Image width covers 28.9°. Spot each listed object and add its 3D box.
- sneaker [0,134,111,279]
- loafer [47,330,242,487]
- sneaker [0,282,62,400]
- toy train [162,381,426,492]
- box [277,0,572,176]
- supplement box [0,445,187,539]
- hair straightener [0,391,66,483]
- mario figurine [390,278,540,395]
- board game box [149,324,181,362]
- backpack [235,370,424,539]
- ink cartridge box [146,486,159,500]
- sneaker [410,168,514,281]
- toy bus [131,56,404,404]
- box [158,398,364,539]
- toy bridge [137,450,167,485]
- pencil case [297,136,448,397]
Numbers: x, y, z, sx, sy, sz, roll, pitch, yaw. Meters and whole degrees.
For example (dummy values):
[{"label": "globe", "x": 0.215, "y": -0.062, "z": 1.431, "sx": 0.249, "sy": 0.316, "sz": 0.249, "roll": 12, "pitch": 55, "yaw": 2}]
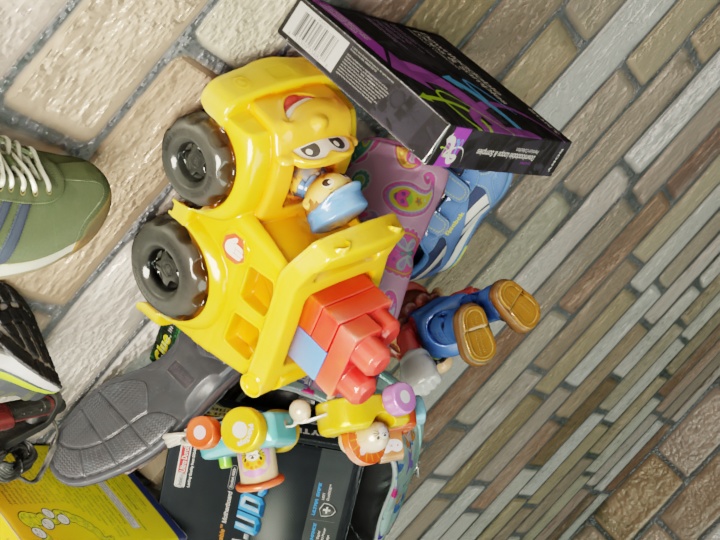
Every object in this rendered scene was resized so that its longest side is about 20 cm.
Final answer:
[{"label": "sneaker", "x": -0.207, "y": -0.044, "z": 0.741, "sx": 0.200, "sy": 0.067, "sz": 0.090, "roll": -18, "pitch": 150, "yaw": -43}, {"label": "loafer", "x": -0.141, "y": 0.097, "z": 1.047, "sx": 0.200, "sy": 0.072, "sz": 0.063, "roll": -40, "pitch": 154, "yaw": -3}, {"label": "sneaker", "x": -0.252, "y": 0.049, "z": 0.842, "sx": 0.081, "sy": 0.074, "sz": 0.200, "roll": -29, "pitch": 160, "yaw": 11}, {"label": "toy train", "x": -0.033, "y": 0.123, "z": 0.987, "sx": 0.199, "sy": 0.056, "sz": 0.150, "roll": -7, "pitch": 168, "yaw": -19}, {"label": "box", "x": 0.050, "y": -0.123, "z": 0.959, "sx": 0.036, "sy": 0.143, "sz": 0.200, "roll": -55, "pitch": 156, "yaw": 18}, {"label": "supplement box", "x": -0.243, "y": 0.207, "z": 1.045, "sx": 0.109, "sy": 0.110, "sz": 0.200, "roll": -50, "pitch": 156, "yaw": 11}, {"label": "hair straightener", "x": -0.248, "y": 0.121, "z": 0.930, "sx": 0.200, "sy": 0.041, "sz": 0.077, "roll": -19, "pitch": 128, "yaw": -80}, {"label": "mario figurine", "x": 0.082, "y": 0.061, "z": 1.223, "sx": 0.123, "sy": 0.107, "sz": 0.200, "roll": 6, "pitch": 174, "yaw": -24}, {"label": "board game box", "x": -0.076, "y": 0.009, "z": 1.118, "sx": 0.200, "sy": 0.023, "sz": 0.105, "roll": -22, "pitch": 148, "yaw": -44}, {"label": "backpack", "x": -0.033, "y": 0.159, "z": 1.249, "sx": 0.151, "sy": 0.177, "sz": 0.201, "roll": -55, "pitch": 165, "yaw": -45}, {"label": "ink cartridge box", "x": -0.192, "y": 0.275, "z": 1.299, "sx": 0.116, "sy": 0.067, "sz": 0.200, "roll": -45, "pitch": 157, "yaw": -2}, {"label": "sneaker", "x": 0.068, "y": -0.062, "z": 1.183, "sx": 0.082, "sy": 0.074, "sz": 0.200, "roll": -22, "pitch": 147, "yaw": -40}, {"label": "toy bus", "x": -0.039, "y": -0.013, "z": 0.923, "sx": 0.135, "sy": 0.192, "sz": 0.201, "roll": -19, "pitch": 141, "yaw": -44}, {"label": "box", "x": -0.090, "y": 0.207, "z": 1.156, "sx": 0.046, "sy": 0.158, "sz": 0.201, "roll": -93, "pitch": -165, "yaw": -65}, {"label": "toy bridge", "x": -0.163, "y": 0.147, "z": 1.181, "sx": 0.067, "sy": 0.027, "sz": 0.200, "roll": -51, "pitch": 156, "yaw": -15}, {"label": "pencil case", "x": 0.000, "y": 0.000, "z": 1.068, "sx": 0.201, "sy": 0.087, "sz": 0.087, "roll": -69, "pitch": 160, "yaw": -10}]
